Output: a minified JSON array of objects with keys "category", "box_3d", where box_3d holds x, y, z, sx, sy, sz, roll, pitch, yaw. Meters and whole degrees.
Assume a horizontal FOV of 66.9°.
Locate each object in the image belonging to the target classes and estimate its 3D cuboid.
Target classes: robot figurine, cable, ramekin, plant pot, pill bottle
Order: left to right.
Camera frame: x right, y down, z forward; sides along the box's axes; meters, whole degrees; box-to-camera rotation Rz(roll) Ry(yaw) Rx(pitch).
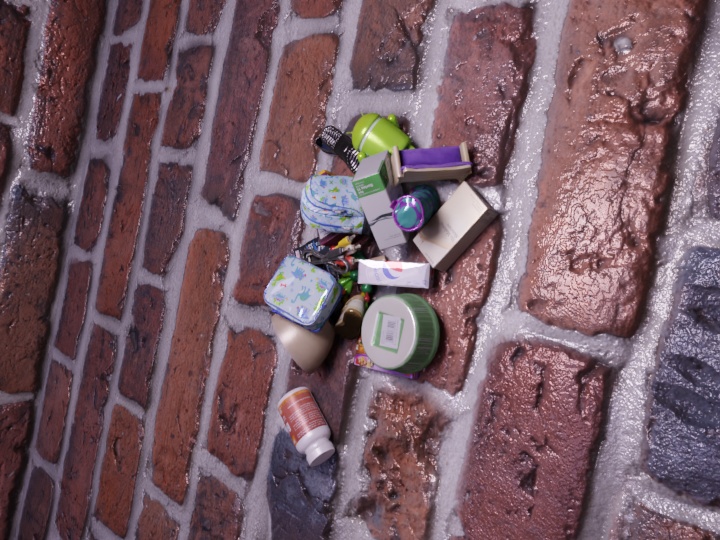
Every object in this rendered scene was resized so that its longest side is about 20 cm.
[{"category":"pill bottle","box_3d":[-0.154,0.451,1.573,0.113,0.111,0.202,-47,59,22]},{"category":"plant pot","box_3d":[-0.147,0.173,1.573,0.133,0.201,0.202,-37,61,1]},{"category":"cable","box_3d":[-0.081,-0.031,1.515,0.196,0.050,0.101,-14,83,40]},{"category":"robot figurine","box_3d":[0.060,-0.344,1.478,0.198,0.116,0.177,36,71,4]},{"category":"ramekin","box_3d":[0.094,0.157,1.376,0.195,0.096,0.208,-7,79,37]}]

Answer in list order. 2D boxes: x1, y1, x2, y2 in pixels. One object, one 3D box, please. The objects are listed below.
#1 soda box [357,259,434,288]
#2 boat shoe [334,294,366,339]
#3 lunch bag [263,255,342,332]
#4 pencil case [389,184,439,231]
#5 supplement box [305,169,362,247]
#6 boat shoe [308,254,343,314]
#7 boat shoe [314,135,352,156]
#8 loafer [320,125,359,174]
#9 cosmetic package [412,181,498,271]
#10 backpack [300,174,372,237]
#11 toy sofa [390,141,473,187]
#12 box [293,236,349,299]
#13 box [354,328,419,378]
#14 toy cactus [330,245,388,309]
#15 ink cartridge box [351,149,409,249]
[{"category":"soda box","box_3d":[0.093,0.009,1.426,0.193,0.068,0.066,4,89,19]},{"category":"boat shoe","box_3d":[-0.022,0.130,1.490,0.068,0.072,0.201,-65,4,-29]},{"category":"lunch bag","box_3d":[-0.159,0.064,1.483,0.196,0.083,0.164,23,77,29]},{"category":"pencil case","box_3d":[0.140,-0.159,1.366,0.091,0.200,0.086,37,113,5]},{"category":"supplement box","box_3d":[-0.079,-0.176,1.596,0.084,0.109,0.206,-27,69,31]},{"category":"boat shoe","box_3d":[-0.103,0.034,1.564,0.061,0.074,0.206,-22,59,-1]},{"category":"boat shoe","box_3d":[-0.059,-0.377,1.634,0.196,0.065,0.072,20,97,38]},{"category":"loafer","box_3d":[-0.029,-0.343,1.563,0.073,0.199,0.072,-44,15,13]},{"category":"cosmetic package","box_3d":[0.236,-0.108,1.368,0.201,0.072,0.105,-49,59,21]},{"category":"backpack","box_3d":[-0.065,-0.179,1.460,0.192,0.156,0.168,-3,57,6]},{"category":"toy sofa","box_3d":[0.177,-0.270,1.354,0.192,0.098,0.086,-6,76,-10]},{"category":"box","box_3d":[-0.119,0.004,1.645,0.156,0.045,0.207,-25,70,33]},{"category":"box","box_3d":[0.076,0.202,1.472,0.195,0.039,0.142,5,87,38]},{"category":"toy cactus","box_3d":[0.000,0.000,1.526,0.161,0.102,0.206,-24,71,17]},{"category":"ink cartridge box","box_3d":[0.061,-0.180,1.404,0.081,0.148,0.204,-14,118,21]}]
